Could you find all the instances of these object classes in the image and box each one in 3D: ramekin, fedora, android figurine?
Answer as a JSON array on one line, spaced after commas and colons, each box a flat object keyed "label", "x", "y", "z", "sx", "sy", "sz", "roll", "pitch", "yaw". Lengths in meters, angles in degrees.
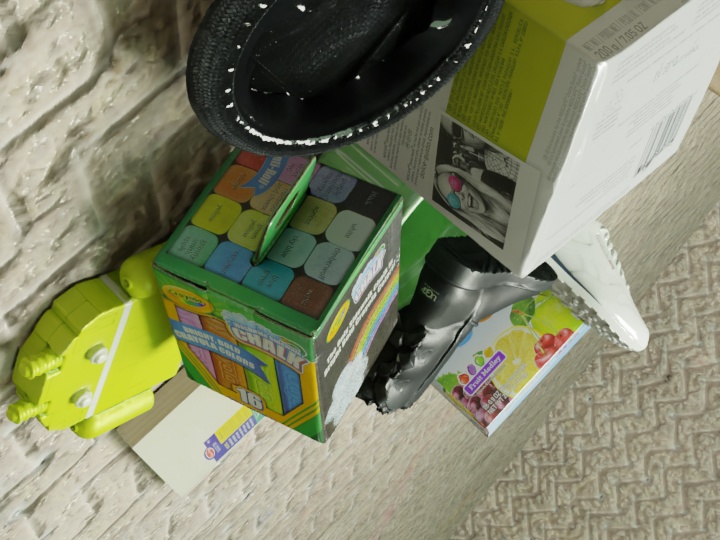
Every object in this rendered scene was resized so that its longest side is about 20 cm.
[{"label": "ramekin", "x": 0.037, "y": -0.063, "z": 0.911, "sx": 0.200, "sy": 0.098, "sz": 0.200, "roll": -41, "pitch": 160, "yaw": -19}, {"label": "fedora", "x": -0.016, "y": -0.158, "z": 0.596, "sx": 0.200, "sy": 0.092, "sz": 0.201, "roll": -20, "pitch": 150, "yaw": -12}, {"label": "android figurine", "x": -0.170, "y": 0.050, "z": 0.774, "sx": 0.200, "sy": 0.041, "sz": 0.182, "roll": -26, "pitch": 151, "yaw": -51}]

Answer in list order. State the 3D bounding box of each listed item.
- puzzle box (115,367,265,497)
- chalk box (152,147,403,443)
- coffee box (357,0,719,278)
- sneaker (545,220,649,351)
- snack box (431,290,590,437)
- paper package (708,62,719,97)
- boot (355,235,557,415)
[{"label": "puzzle box", "x": -0.150, "y": 0.141, "z": 1.010, "sx": 0.133, "sy": 0.025, "sz": 0.200, "roll": -43, "pitch": 160, "yaw": -15}, {"label": "chalk box", "x": -0.052, "y": 0.002, "z": 0.720, "sx": 0.125, "sy": 0.124, "sz": 0.200, "roll": -57, "pitch": 161, "yaw": -30}, {"label": "coffee box", "x": 0.124, "y": -0.163, "z": 0.748, "sx": 0.199, "sy": 0.198, "sz": 0.200, "roll": -36, "pitch": 154, "yaw": -29}, {"label": "sneaker", "x": 0.225, "y": -0.004, "z": 1.052, "sx": 0.081, "sy": 0.200, "sz": 0.076, "roll": -45, "pitch": -171, "yaw": -10}, {"label": "snack box", "x": 0.118, "y": 0.047, "z": 1.140, "sx": 0.169, "sy": 0.200, "sz": 0.068, "roll": -46, "pitch": 161, "yaw": -8}, {"label": "paper package", "x": 0.453, "y": -0.290, "z": 1.211, "sx": 0.191, "sy": 0.200, "sz": 0.103, "roll": -56, "pitch": 160, "yaw": 21}, {"label": "boot", "x": 0.080, "y": 0.049, "z": 0.958, "sx": 0.198, "sy": 0.073, "sz": 0.163, "roll": -3, "pitch": 130, "yaw": -55}]
